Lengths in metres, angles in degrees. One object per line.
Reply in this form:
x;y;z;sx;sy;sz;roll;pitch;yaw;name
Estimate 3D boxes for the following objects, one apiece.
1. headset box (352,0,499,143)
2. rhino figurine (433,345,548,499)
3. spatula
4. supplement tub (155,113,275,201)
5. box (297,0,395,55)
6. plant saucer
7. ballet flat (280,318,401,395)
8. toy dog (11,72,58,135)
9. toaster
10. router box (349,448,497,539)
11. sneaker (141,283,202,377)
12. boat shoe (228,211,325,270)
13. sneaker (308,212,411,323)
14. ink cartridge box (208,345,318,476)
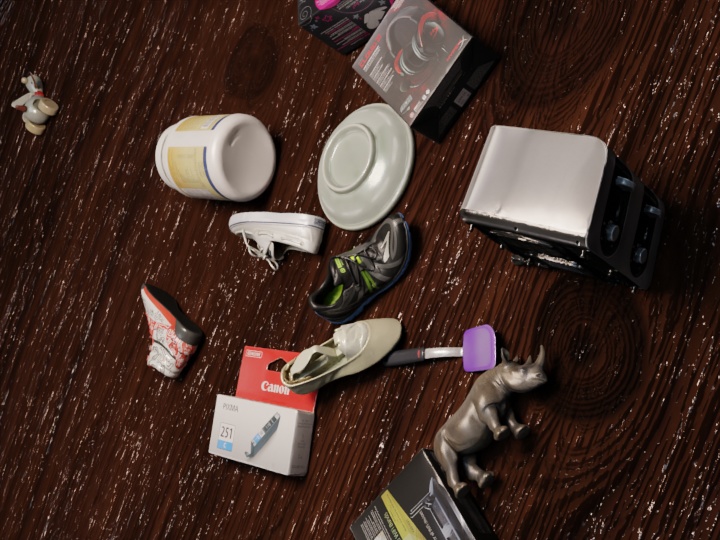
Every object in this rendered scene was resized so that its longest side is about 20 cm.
0.085;-0.308;1.184;0.150;0.074;0.201;-52;48;18;headset box
0.158;0.170;0.975;0.202;0.059;0.088;-56;43;11;rhino figurine
0.101;0.109;1.075;0.197;0.020;0.058;-12;70;41;spatula
-0.258;-0.198;1.426;0.197;0.143;0.148;8;82;44;supplement tub
0.005;-0.459;1.282;0.197;0.114;0.136;-21;62;36;box
-0.006;-0.165;1.244;0.197;0.050;0.206;-15;68;40;plant saucer
-0.033;0.117;1.148;0.198;0.069;0.071;-33;56;21;ballet flat
-0.861;-0.442;2.107;0.199;0.095;0.134;33;100;44;toy dog
0.223;-0.067;0.909;0.197;0.179;0.121;17;85;43;toaster
0.088;0.349;0.989;0.158;0.052;0.202;-49;49;21;router box
-0.370;0.112;1.488;0.200;0.067;0.109;37;100;41;sneaker
-0.142;-0.045;1.326;0.198;0.074;0.089;4;82;34;boat shoe
0.000;0.000;1.162;0.200;0.082;0.072;-46;51;22;sneaker
-0.149;0.211;1.264;0.197;0.044;0.181;1;78;43;ink cartridge box
